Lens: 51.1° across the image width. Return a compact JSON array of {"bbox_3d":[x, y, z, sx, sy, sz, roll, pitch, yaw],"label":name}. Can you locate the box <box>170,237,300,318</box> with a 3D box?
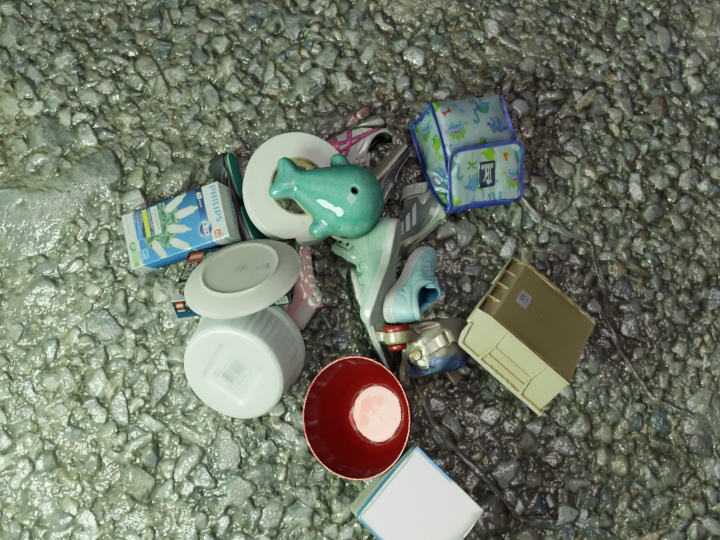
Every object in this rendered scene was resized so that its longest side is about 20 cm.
[{"bbox_3d":[-0.205,0.011,1.266,0.196,0.038,0.138,-8,37,8],"label":"box"}]

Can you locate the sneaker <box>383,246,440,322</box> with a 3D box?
[{"bbox_3d":[0.114,0.029,1.350,0.081,0.075,0.201,5,41,26],"label":"sneaker"}]

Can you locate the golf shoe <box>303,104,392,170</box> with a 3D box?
[{"bbox_3d":[-0.026,-0.224,1.431,0.200,0.073,0.092,-43,83,-11],"label":"golf shoe"}]

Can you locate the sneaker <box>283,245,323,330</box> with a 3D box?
[{"bbox_3d":[-0.101,0.013,1.374,0.103,0.075,0.203,20,84,4],"label":"sneaker"}]

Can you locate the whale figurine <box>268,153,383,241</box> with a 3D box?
[{"bbox_3d":[-0.053,-0.133,1.282,0.197,0.104,0.162,21,74,-9],"label":"whale figurine"}]

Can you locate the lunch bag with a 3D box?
[{"bbox_3d":[0.205,-0.213,1.407,0.167,0.127,0.204,-10,79,-21],"label":"lunch bag"}]

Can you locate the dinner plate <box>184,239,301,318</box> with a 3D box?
[{"bbox_3d":[-0.193,0.004,1.221,0.196,0.025,0.202,-8,38,6],"label":"dinner plate"}]

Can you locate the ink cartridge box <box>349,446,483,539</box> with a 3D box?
[{"bbox_3d":[0.085,0.395,1.244,0.146,0.200,0.146,42,77,5],"label":"ink cartridge box"}]

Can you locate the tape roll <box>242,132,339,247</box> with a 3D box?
[{"bbox_3d":[-0.111,-0.144,1.344,0.199,0.037,0.207,3,78,-14],"label":"tape roll"}]

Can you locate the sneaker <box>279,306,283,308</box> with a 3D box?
[{"bbox_3d":[-0.226,0.055,1.323,0.197,0.072,0.084,-8,66,24],"label":"sneaker"}]

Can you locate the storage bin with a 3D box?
[{"bbox_3d":[0.293,0.106,1.325,0.198,0.094,0.200,40,42,5],"label":"storage bin"}]

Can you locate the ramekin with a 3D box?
[{"bbox_3d":[-0.200,0.150,1.272,0.196,0.098,0.204,6,118,11],"label":"ramekin"}]

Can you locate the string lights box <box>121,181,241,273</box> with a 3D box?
[{"bbox_3d":[-0.321,-0.076,1.354,0.197,0.059,0.105,-18,79,13],"label":"string lights box"}]

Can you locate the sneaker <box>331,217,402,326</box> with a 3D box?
[{"bbox_3d":[0.000,0.000,1.337,0.116,0.074,0.204,5,66,20],"label":"sneaker"}]

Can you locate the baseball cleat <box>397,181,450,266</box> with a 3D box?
[{"bbox_3d":[0.089,-0.092,1.425,0.199,0.070,0.107,-37,69,-15],"label":"baseball cleat"}]

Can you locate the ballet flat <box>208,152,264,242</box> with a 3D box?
[{"bbox_3d":[-0.236,-0.117,1.402,0.072,0.073,0.203,-19,86,-8],"label":"ballet flat"}]

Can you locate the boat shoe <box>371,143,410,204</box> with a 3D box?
[{"bbox_3d":[0.039,-0.150,1.432,0.062,0.072,0.201,39,79,-16],"label":"boat shoe"}]

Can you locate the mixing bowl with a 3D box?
[{"bbox_3d":[0.011,0.250,1.299,0.197,0.108,0.204,-3,83,24],"label":"mixing bowl"}]

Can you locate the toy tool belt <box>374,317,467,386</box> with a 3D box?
[{"bbox_3d":[0.116,0.151,1.320,0.198,0.123,0.125,-2,86,-49],"label":"toy tool belt"}]

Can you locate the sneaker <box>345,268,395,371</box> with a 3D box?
[{"bbox_3d":[0.033,0.086,1.372,0.078,0.074,0.204,-13,79,-12],"label":"sneaker"}]
